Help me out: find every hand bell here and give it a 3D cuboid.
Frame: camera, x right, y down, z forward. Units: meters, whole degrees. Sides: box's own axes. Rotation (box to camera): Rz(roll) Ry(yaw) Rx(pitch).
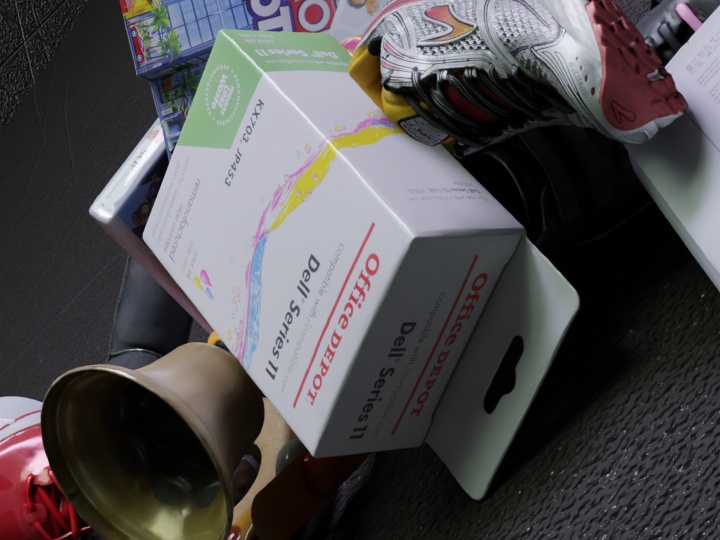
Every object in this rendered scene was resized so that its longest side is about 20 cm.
[{"bbox_3d":[-0.049,0.041,0.896,0.104,0.104,0.200,-34,5,44],"label":"hand bell"}]

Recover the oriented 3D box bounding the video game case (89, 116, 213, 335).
[{"bbox_3d":[-0.052,-0.056,1.102,0.023,0.200,0.183,30,78,33],"label":"video game case"}]

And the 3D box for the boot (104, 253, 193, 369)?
[{"bbox_3d":[-0.126,0.014,1.206,0.182,0.072,0.202,-118,49,-72],"label":"boot"}]

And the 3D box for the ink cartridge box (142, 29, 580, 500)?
[{"bbox_3d":[-0.006,-0.003,0.811,0.200,0.067,0.118,47,125,38],"label":"ink cartridge box"}]

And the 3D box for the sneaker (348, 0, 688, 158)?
[{"bbox_3d":[0.057,-0.074,0.735,0.082,0.078,0.200,-47,23,-4],"label":"sneaker"}]

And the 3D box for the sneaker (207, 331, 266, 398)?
[{"bbox_3d":[0.000,0.000,1.003,0.201,0.077,0.078,-51,15,-6],"label":"sneaker"}]

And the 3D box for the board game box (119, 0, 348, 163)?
[{"bbox_3d":[-0.016,-0.128,0.958,0.198,0.202,0.062,-18,-10,19],"label":"board game box"}]

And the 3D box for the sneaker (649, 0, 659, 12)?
[{"bbox_3d":[0.160,-0.171,0.936,0.073,0.082,0.201,-35,24,34],"label":"sneaker"}]

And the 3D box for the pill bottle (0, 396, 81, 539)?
[{"bbox_3d":[-0.239,0.178,1.186,0.113,0.113,0.201,-40,19,31],"label":"pill bottle"}]

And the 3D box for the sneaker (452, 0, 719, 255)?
[{"bbox_3d":[0.113,-0.065,0.791,0.099,0.071,0.200,-23,-17,-49],"label":"sneaker"}]

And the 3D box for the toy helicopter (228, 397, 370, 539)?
[{"bbox_3d":[-0.051,0.134,0.896,0.132,0.079,0.201,-35,31,19],"label":"toy helicopter"}]

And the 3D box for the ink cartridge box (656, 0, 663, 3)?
[{"bbox_3d":[0.195,-0.203,0.862,0.200,0.042,0.119,-45,51,-5],"label":"ink cartridge box"}]

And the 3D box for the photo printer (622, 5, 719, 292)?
[{"bbox_3d":[0.179,-0.059,0.663,0.167,0.069,0.200,-48,17,11],"label":"photo printer"}]

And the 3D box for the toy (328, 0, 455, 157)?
[{"bbox_3d":[0.019,-0.086,0.875,0.047,0.115,0.202,5,-71,-58],"label":"toy"}]

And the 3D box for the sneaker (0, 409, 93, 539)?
[{"bbox_3d":[-0.149,0.117,1.069,0.199,0.079,0.115,-32,17,-14],"label":"sneaker"}]
